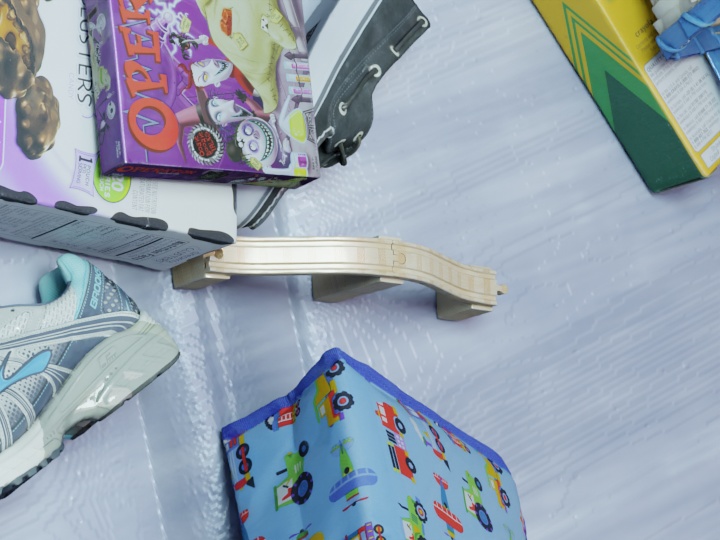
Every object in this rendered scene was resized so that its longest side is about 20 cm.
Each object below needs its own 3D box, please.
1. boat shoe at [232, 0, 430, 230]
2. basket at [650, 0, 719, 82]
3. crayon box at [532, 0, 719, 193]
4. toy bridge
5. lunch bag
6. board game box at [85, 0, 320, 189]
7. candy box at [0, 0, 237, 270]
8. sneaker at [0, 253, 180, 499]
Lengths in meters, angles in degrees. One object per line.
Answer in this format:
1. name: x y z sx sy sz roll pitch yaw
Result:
1. boat shoe: -0.018 -0.089 1.542 0.057 0.069 0.200 39 52 -12
2. basket: 0.253 -0.165 1.643 0.139 0.176 0.200 -15 78 -42
3. crayon box: 0.172 -0.164 1.725 0.126 0.052 0.200 -42 106 -36
4. toy bridge: 0.000 0.000 1.544 0.200 0.067 0.027 7 75 -36
5. lunch bag: 0.038 0.150 1.508 0.200 0.094 0.151 24 42 -40
6. board game box: -0.083 -0.143 1.448 0.120 0.032 0.200 1 76 -33
7. candy box: -0.158 -0.102 1.443 0.200 0.072 0.168 11 72 -35
8. sneaker: -0.181 0.063 1.398 0.086 0.078 0.200 52 46 -1
